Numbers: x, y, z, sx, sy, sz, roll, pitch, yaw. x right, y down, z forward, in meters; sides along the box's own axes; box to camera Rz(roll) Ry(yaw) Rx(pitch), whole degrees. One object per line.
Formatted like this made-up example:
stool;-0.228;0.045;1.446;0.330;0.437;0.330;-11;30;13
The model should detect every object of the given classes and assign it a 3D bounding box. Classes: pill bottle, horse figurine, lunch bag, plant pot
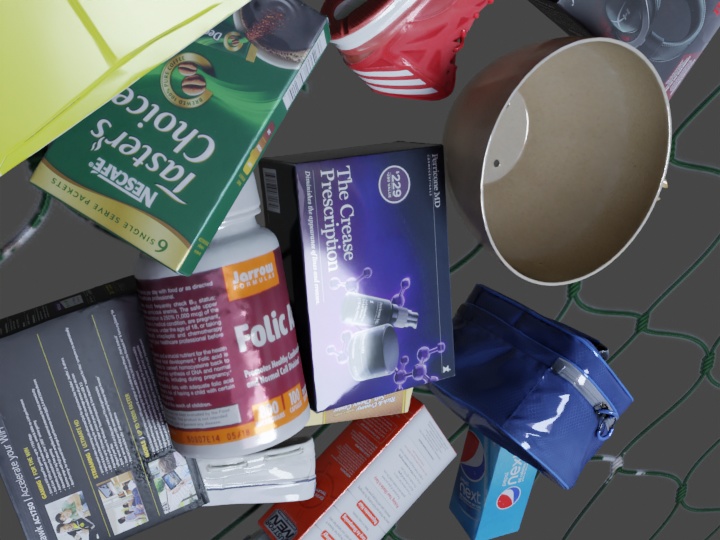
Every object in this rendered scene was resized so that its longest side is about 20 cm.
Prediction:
pill bottle;-0.110;0.030;0.690;0.113;0.114;0.203;-14;101;-22
horse figurine;0.234;-0.096;0.882;0.131;0.050;0.201;-17;138;5
lunch bag;0.166;0.106;0.877;0.133;0.199;0.136;-53;133;-8
plant pot;0.147;-0.105;0.770;0.198;0.134;0.203;-11;115;-26

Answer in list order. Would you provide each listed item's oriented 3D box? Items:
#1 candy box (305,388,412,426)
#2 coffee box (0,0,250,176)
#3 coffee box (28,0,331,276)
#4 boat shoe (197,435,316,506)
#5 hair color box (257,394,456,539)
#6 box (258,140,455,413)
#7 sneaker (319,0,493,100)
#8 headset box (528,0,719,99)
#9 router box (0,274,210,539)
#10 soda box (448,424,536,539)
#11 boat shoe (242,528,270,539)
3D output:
candy box;-0.038;0.083;0.840;0.198;0.055;0.117;-3;120;-29
coffee box;-0.185;-0.214;0.472;0.199;0.198;0.201;-35;131;-6
coffee box;-0.119;-0.111;0.608;0.122;0.044;0.201;32;87;1
boat shoe;-0.135;0.183;0.842;0.197;0.072;0.067;3;87;-17
hair color box;0.000;0.224;0.926;0.200;0.061;0.102;-45;131;-14
box;0.000;0.000;0.755;0.140;0.079;0.203;-12;104;-29
sneaker;0.074;-0.212;0.705;0.198;0.079;0.116;-25;144;15
headset box;0.249;-0.256;0.782;0.199;0.077;0.150;25;104;-37
router box;-0.221;0.124;0.727;0.148;0.051;0.203;-19;109;-19
soda box;0.162;0.214;1.035;0.067;0.064;0.202;-6;121;-26
boat shoe;-0.148;0.345;0.936;0.203;0.065;0.074;-52;122;-11
